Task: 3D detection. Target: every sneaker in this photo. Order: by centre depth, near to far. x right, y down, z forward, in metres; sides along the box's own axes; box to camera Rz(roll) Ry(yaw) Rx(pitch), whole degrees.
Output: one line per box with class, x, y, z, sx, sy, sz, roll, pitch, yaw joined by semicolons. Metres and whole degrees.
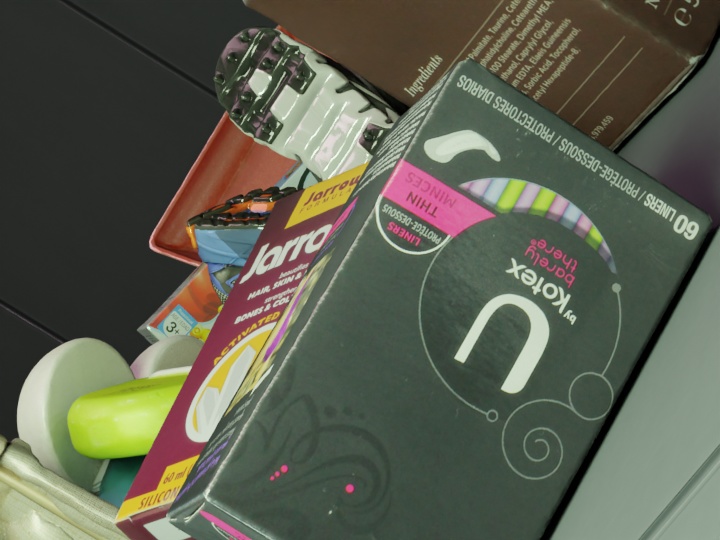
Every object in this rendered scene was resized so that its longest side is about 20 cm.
sneaker;0.014;-0.051;1.363;0.090;0.200;0.067;7;-57;-54
sneaker;0.000;0.000;1.447;0.199;0.079;0.075;4;26;37

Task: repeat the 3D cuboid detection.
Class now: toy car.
toy car;-0.069;0.103;1.387;0.200;0.175;0.151;0;-96;-57

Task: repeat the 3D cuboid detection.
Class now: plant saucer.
plant saucer;-0.018;-0.063;1.856;0.200;0.199;0.037;-61;-33;-17

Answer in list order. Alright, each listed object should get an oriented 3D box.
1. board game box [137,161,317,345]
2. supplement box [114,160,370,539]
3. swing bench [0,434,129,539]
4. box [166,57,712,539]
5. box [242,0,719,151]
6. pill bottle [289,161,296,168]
board game box;-0.030;-0.001;1.651;0.200;0.103;0.105;-47;4;-6
supplement box;-0.012;0.050;1.193;0.110;0.086;0.200;-22;32;44
swing bench;-0.149;0.211;1.280;0.200;0.199;0.130;-60;6;-18
box;0.029;0.039;1.046;0.200;0.122;0.106;-60;6;-14
box;0.081;-0.175;1.339;0.166;0.200;0.164;-62;7;-30
pill bottle;-0.056;0.019;1.915;0.200;0.112;0.112;-61;6;-17
